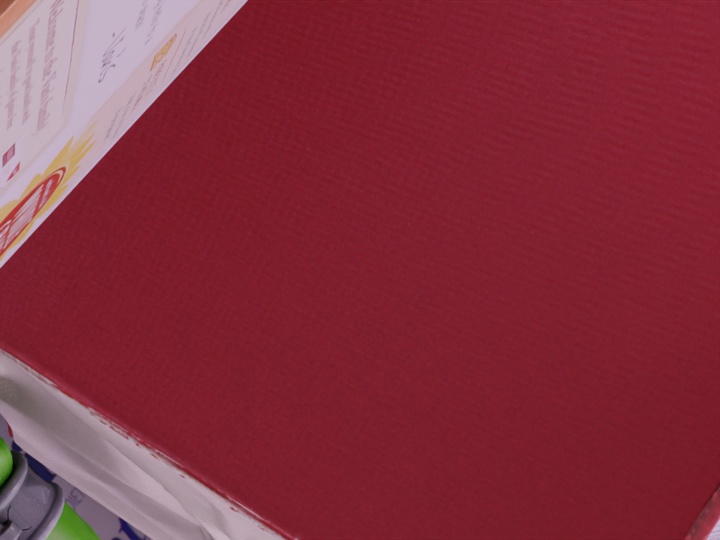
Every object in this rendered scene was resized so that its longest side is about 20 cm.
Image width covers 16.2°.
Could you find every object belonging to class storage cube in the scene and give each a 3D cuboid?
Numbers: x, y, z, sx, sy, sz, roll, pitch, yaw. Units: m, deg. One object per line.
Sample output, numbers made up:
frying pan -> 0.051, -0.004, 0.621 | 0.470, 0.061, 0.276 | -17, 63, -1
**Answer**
storage cube -> 0.020, -0.003, 0.613 | 0.180, 0.200, 0.171 | -56, 171, -12

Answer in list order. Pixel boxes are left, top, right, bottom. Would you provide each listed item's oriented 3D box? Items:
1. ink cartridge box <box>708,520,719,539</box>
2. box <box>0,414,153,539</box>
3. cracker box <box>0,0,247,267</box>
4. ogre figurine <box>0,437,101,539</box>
ink cartridge box -> 0.068, -0.027, 0.781 | 0.047, 0.200, 0.198 | -12, 135, -49
box -> -0.046, 0.085, 0.788 | 0.105, 0.200, 0.184 | -52, 177, 8
cracker box -> -0.036, -0.075, 0.387 | 0.200, 0.058, 0.134 | -49, 177, -22
ogre figurine -> -0.085, 0.098, 0.604 | 0.200, 0.120, 0.098 | -54, 176, 38
